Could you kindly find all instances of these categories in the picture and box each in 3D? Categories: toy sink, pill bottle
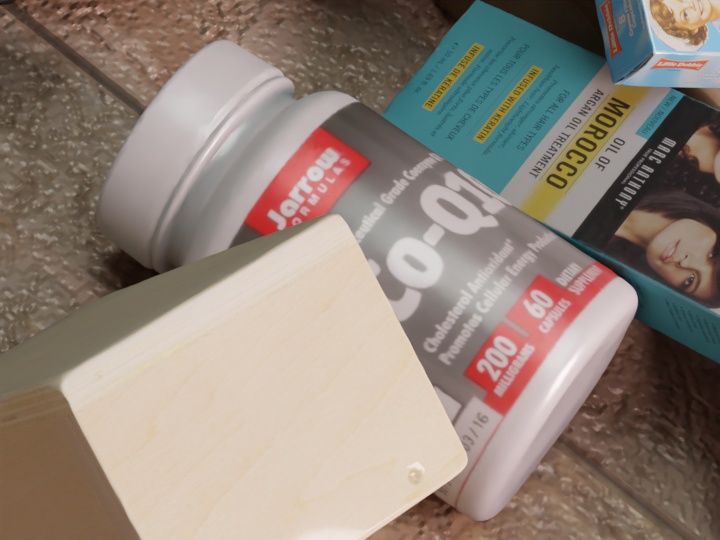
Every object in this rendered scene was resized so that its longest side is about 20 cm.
[{"bbox_3d":[-0.078,0.072,0.963,0.130,0.200,0.112,-31,97,-33],"label":"toy sink"},{"bbox_3d":[0.000,0.000,1.049,0.200,0.114,0.114,34,53,10],"label":"pill bottle"}]

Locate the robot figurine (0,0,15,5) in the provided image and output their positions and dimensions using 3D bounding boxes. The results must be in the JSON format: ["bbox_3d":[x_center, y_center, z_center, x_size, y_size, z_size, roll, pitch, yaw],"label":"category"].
[{"bbox_3d":[-0.145,-0.177,1.142,0.200,0.058,0.145,-32,68,-33],"label":"robot figurine"}]

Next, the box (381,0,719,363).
[{"bbox_3d":[0.104,-0.037,1.085,0.200,0.049,0.082,29,73,36],"label":"box"}]

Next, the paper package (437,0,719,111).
[{"bbox_3d":[0.168,-0.135,1.201,0.200,0.103,0.191,-27,65,-31],"label":"paper package"}]

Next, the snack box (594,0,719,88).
[{"bbox_3d":[0.142,-0.174,1.098,0.116,0.037,0.200,-2,71,-27],"label":"snack box"}]
